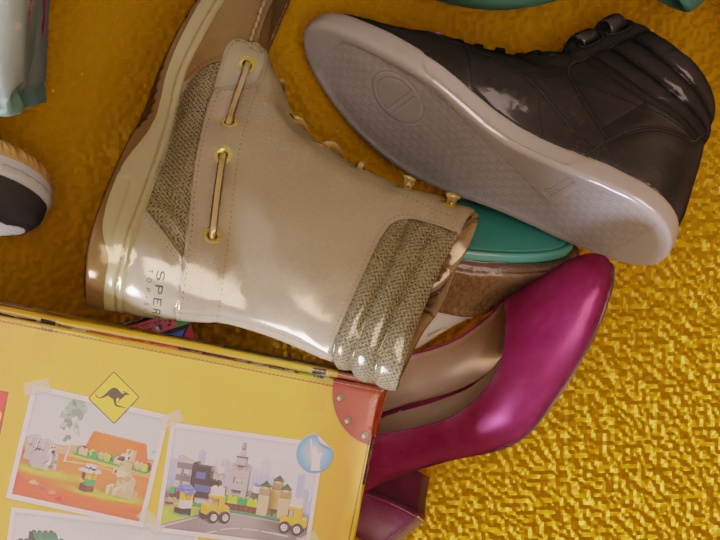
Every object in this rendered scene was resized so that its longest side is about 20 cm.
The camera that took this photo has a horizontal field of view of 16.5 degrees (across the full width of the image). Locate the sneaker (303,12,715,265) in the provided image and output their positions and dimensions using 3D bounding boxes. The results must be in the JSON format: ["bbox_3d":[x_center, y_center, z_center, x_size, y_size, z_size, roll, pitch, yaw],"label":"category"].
[{"bbox_3d":[0.075,-0.085,1.162,0.199,0.071,0.099,27,56,12],"label":"sneaker"}]

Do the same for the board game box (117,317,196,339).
[{"bbox_3d":[-0.163,0.094,1.170,0.198,0.019,0.104,-17,99,-5],"label":"board game box"}]

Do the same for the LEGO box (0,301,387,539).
[{"bbox_3d":[-0.103,0.100,1.075,0.198,0.077,0.150,12,89,-14],"label":"LEGO box"}]

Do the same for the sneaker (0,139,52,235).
[{"bbox_3d":[-0.231,-0.018,1.093,0.198,0.076,0.088,3,71,-26],"label":"sneaker"}]

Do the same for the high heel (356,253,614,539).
[{"bbox_3d":[0.027,0.045,1.138,0.096,0.068,0.200,32,126,-17],"label":"high heel"}]

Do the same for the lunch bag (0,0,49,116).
[{"bbox_3d":[-0.236,-0.156,1.083,0.198,0.122,0.172,5,98,0],"label":"lunch bag"}]

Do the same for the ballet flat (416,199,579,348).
[{"bbox_3d":[0.000,0.000,1.163,0.198,0.068,0.073,7,116,-8],"label":"ballet flat"}]

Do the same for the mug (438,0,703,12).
[{"bbox_3d":[0.079,-0.194,1.119,0.183,0.114,0.154,0,96,-6],"label":"mug"}]

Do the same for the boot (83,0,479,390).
[{"bbox_3d":[-0.021,-0.045,1.095,0.153,0.072,0.201,17,53,6],"label":"boot"}]
